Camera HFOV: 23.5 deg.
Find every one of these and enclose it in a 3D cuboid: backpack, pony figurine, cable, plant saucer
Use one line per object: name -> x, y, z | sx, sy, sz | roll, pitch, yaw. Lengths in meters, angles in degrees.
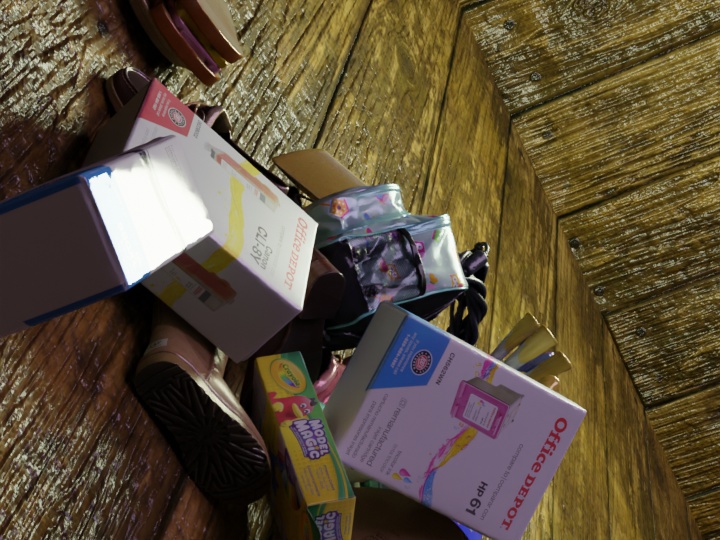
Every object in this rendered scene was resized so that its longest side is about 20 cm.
backpack -> 0.000, 0.000, 1.697 | 0.200, 0.176, 0.154 | -4, 75, -41
pony figurine -> 0.107, 0.127, 1.696 | 0.167, 0.200, 0.193 | 52, 2, -6
cable -> 0.083, 0.068, 1.879 | 0.163, 0.051, 0.200 | -41, 155, -45
plant saucer -> 0.005, -0.062, 1.910 | 0.200, 0.048, 0.200 | 41, -1, 9

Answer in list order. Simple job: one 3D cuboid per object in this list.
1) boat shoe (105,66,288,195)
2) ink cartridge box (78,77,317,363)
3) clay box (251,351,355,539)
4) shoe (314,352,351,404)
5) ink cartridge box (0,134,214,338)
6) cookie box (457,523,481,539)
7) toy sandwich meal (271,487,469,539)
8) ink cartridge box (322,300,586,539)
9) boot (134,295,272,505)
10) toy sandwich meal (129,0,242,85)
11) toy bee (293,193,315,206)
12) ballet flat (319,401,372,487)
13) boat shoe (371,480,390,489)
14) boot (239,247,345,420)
boat shoe -> -0.144, -0.122, 1.563 | 0.200, 0.072, 0.072 | 46, 23, 12
ink cartridge box -> -0.137, -0.042, 1.450 | 0.200, 0.083, 0.145 | 42, 27, -20
clay box -> -0.048, 0.180, 1.483 | 0.200, 0.048, 0.115 | -114, -158, -43
shoe -> -0.025, 0.112, 1.763 | 0.200, 0.071, 0.091 | -64, 136, -64
ink cartridge box -> -0.203, -0.022, 1.202 | 0.200, 0.144, 0.084 | -46, 115, -73
cookie box -> 0.075, 0.227, 1.945 | 0.200, 0.075, 0.171 | -53, 121, -72
toy sandwich meal -> 0.011, 0.273, 1.544 | 0.205, 0.205, 0.070 | -82, 178, -61
ink cartridge box -> 0.080, 0.138, 1.548 | 0.200, 0.145, 0.085 | 29, -2, -19
boot -> -0.124, 0.079, 1.493 | 0.200, 0.066, 0.175 | -87, 152, -58
toy sandwich meal -> -0.179, -0.289, 1.750 | 0.205, 0.070, 0.205 | 58, 18, -33
toy bee -> -0.026, 0.023, 1.850 | 0.200, 0.109, 0.131 | 34, -17, -13
ballet flat -> -0.003, 0.209, 1.654 | 0.067, 0.070, 0.200 | -46, 124, -56
boat shoe -> 0.046, 0.232, 1.752 | 0.070, 0.071, 0.201 | -3, 91, -76
boot -> -0.104, 0.023, 1.616 | 0.064, 0.187, 0.200 | 12, 24, -42
